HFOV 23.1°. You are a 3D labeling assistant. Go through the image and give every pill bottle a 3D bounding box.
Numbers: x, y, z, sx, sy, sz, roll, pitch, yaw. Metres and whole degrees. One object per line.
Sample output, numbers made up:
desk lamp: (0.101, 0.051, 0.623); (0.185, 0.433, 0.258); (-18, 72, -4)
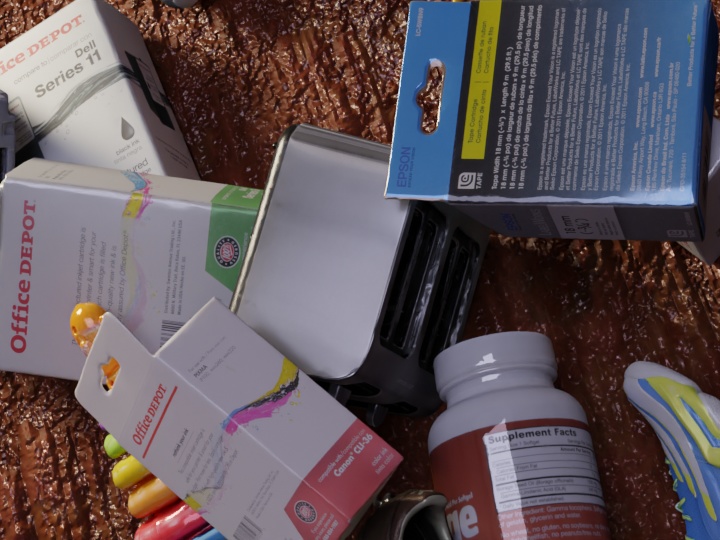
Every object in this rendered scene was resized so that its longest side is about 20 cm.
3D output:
pill bottle: (0.105, 0.149, 1.179); (0.111, 0.112, 0.202); (-16, 68, 17)

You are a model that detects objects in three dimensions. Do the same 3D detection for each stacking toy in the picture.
stacking toy: (-0.143, 0.109, 1.222); (0.109, 0.116, 0.201); (-30, 87, -34)

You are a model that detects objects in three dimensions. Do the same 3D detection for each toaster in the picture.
toaster: (0.000, 0.000, 1.230); (0.118, 0.181, 0.202); (13, 81, 22)

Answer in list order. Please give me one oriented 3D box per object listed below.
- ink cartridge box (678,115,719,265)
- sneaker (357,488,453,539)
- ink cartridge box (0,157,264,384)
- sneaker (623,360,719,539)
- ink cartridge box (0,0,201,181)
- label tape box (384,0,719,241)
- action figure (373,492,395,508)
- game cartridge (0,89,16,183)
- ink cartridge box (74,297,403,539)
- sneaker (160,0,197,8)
ink cartridge box: (0.205, -0.077, 1.205); (0.200, 0.116, 0.067); (40, 90, 27)
sneaker: (0.046, 0.234, 1.094); (0.076, 0.070, 0.202); (-48, 53, 50)
ink cartridge box: (-0.162, 0.006, 1.285); (0.198, 0.088, 0.147); (7, 104, 3)
sneaker: (0.230, 0.150, 1.149); (0.200, 0.076, 0.105); (40, 92, 26)
ink cartridge box: (-0.222, -0.097, 1.400); (0.146, 0.083, 0.201); (-30, 65, 11)
label tape box: (0.126, -0.099, 1.137); (0.198, 0.063, 0.146); (2, 71, 18)
action figure: (-0.035, 0.230, 1.211); (0.198, 0.119, 0.103); (-23, 62, 8)
game cartridge: (-0.313, -0.053, 1.383); (0.133, 0.041, 0.202); (31, 121, 54)
ink cartridge box: (-0.082, 0.101, 1.126); (0.200, 0.117, 0.068); (40, 51, 7)
sneaker: (-0.197, -0.277, 1.458); (0.077, 0.078, 0.200); (-48, 59, 17)
